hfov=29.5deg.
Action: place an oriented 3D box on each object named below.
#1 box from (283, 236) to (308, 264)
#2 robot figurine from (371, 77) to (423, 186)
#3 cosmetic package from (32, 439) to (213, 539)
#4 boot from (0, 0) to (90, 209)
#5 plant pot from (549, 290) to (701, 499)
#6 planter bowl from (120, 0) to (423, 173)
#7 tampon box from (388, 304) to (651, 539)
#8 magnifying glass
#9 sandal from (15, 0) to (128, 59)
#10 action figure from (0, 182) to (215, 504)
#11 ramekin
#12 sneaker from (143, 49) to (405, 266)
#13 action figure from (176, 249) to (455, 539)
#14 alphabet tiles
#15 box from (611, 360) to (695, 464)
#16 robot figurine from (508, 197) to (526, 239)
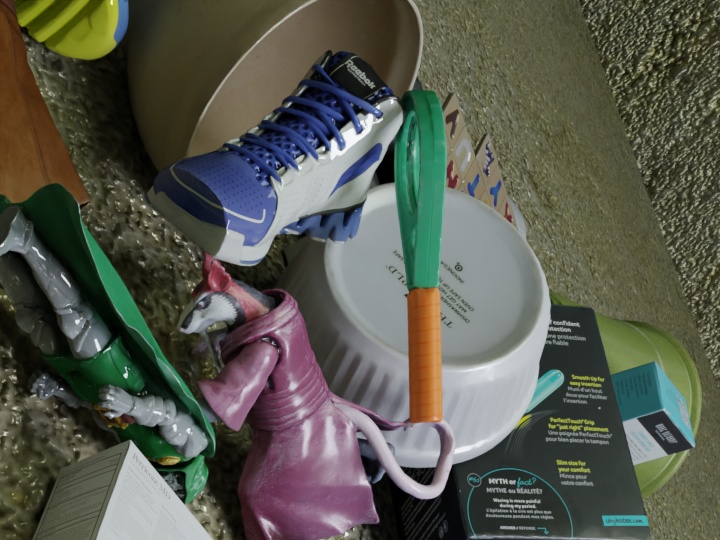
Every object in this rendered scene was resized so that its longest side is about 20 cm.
[{"bbox_3d":[0.000,0.000,1.127,0.200,0.041,0.039,11,58,-66],"label":"box"},{"bbox_3d":[-0.014,-0.129,1.117,0.150,0.124,0.201,47,26,-64],"label":"robot figurine"},{"bbox_3d":[-0.085,0.187,0.682,0.200,0.050,0.083,57,24,-26],"label":"cosmetic package"},{"bbox_3d":[-0.220,-0.112,0.688,0.188,0.068,0.201,-15,89,-78],"label":"boot"},{"bbox_3d":[0.192,0.105,1.307,0.190,0.199,0.201,34,37,-43],"label":"plant pot"},{"bbox_3d":[-0.075,-0.141,0.909,0.135,0.200,0.200,45,10,26],"label":"planter bowl"},{"bbox_3d":[0.108,0.138,1.035,0.149,0.126,0.201,5,53,-18],"label":"tampon box"},{"bbox_3d":[0.036,-0.009,0.827,0.080,0.022,0.202,144,-56,-78],"label":"magnifying glass"},{"bbox_3d":[-0.192,-0.224,0.833,0.201,0.079,0.087,67,16,-3],"label":"sandal"},{"bbox_3d":[-0.129,0.047,0.679,0.055,0.118,0.200,-55,130,-29],"label":"action figure"},{"bbox_3d":[0.040,0.027,0.950,0.094,0.201,0.203,112,-24,-50],"label":"ramekin"},{"bbox_3d":[-0.040,-0.077,0.821,0.080,0.116,0.199,37,22,18],"label":"sneaker"},{"bbox_3d":[-0.043,0.075,0.794,0.134,0.148,0.201,-73,150,-53],"label":"action figure"},{"bbox_3d":[0.086,-0.037,1.134,0.168,0.008,0.201,-60,141,-40],"label":"alphabet tiles"},{"bbox_3d":[0.179,0.144,1.187,0.082,0.199,0.049,44,34,-47],"label":"box"},{"bbox_3d":[0.082,-0.046,1.280,0.169,0.113,0.200,39,1,36],"label":"robot figurine"}]
